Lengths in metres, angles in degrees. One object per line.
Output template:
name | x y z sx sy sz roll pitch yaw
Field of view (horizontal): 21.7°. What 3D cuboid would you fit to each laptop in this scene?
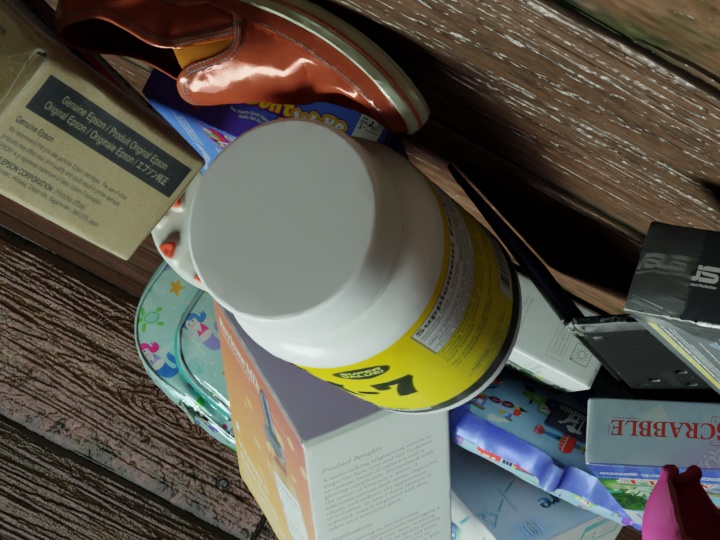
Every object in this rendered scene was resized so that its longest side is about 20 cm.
laptop | 0.168 0.011 1.031 0.199 0.104 0.177 -5 158 24

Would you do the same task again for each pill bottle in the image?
pill bottle | 0.000 0.000 0.924 0.114 0.115 0.200 23 176 26

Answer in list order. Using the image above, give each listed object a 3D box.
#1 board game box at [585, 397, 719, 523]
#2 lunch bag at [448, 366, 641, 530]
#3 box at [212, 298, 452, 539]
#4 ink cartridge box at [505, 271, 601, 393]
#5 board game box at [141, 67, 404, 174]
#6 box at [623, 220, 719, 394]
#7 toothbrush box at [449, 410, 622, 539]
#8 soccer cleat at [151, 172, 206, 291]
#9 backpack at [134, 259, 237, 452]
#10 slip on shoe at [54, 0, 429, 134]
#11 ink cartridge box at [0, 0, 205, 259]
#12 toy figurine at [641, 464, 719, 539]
board game box | 0.244 0.118 1.094 0.198 0.041 0.200 1 164 18
lunch bag | 0.137 0.122 1.315 0.150 0.095 0.200 27 -167 6
box | -0.017 0.113 1.302 0.153 0.106 0.201 55 160 40
ink cartridge box | 0.064 0.016 1.250 0.199 0.051 0.109 26 173 -2
board game box | -0.039 -0.066 1.096 0.134 0.045 0.200 26 172 11
box | 0.230 0.047 0.840 0.160 0.049 0.200 9 163 36
toothbrush box | 0.090 0.155 1.455 0.146 0.086 0.200 -15 -128 -38
soccer cleat | -0.134 -0.057 1.334 0.200 0.069 0.077 44 -170 20
backpack | -0.091 0.056 1.586 0.199 0.178 0.151 36 170 9
slip on shoe | -0.058 -0.101 0.880 0.199 0.062 0.074 23 170 19
ink cartridge box | -0.195 -0.111 0.968 0.200 0.075 0.165 43 -175 26
toy figurine | 0.175 0.065 0.601 0.150 0.184 0.200 47 160 -11
